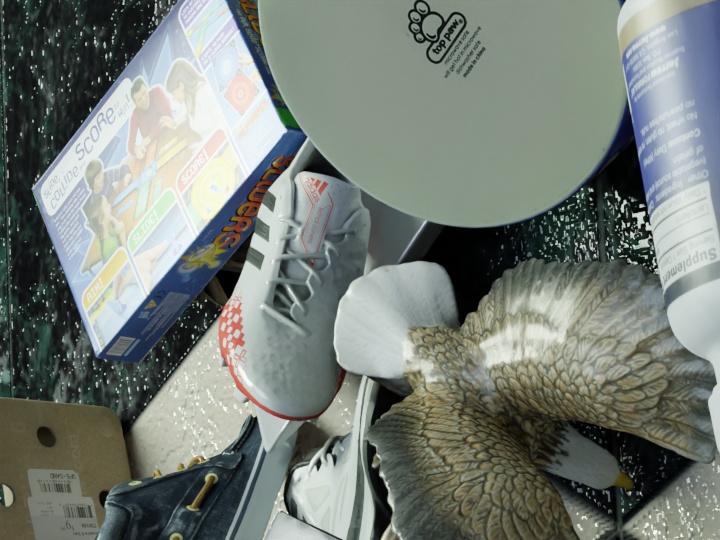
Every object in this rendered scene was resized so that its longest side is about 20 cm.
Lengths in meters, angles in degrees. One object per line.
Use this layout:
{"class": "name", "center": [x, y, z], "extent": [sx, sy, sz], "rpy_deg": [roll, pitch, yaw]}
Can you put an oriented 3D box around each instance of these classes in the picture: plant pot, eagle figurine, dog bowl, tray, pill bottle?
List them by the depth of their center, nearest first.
{"class": "pill bottle", "center": [0.179, -0.027, 0.995], "extent": [0.116, 0.115, 0.202], "rpy_deg": [-27, 67, 51]}
{"class": "eagle figurine", "center": [0.076, 0.071, 1.117], "extent": [0.200, 0.150, 0.153], "rpy_deg": [-176, 82, -78]}
{"class": "dog bowl", "center": [0.053, -0.125, 1.127], "extent": [0.199, 0.079, 0.201], "rpy_deg": [14, 121, 23]}
{"class": "tray", "center": [0.000, 0.000, 1.289], "extent": [0.201, 0.022, 0.108], "rpy_deg": [-56, 26, 21]}
{"class": "plant pot", "center": [-0.251, 0.179, 1.556], "extent": [0.177, 0.199, 0.201], "rpy_deg": [-32, 62, 37]}

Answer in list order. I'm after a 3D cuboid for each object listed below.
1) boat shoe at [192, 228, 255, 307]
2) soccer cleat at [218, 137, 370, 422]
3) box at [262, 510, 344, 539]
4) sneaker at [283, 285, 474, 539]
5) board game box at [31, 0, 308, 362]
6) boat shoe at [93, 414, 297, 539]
{"class": "boat shoe", "center": [-0.088, -0.012, 1.418], "extent": [0.199, 0.074, 0.074], "rpy_deg": [-11, 78, 56]}
{"class": "soccer cleat", "center": [-0.029, -0.002, 1.222], "extent": [0.201, 0.068, 0.086], "rpy_deg": [-82, 13, -54]}
{"class": "box", "center": [0.058, 0.187, 1.118], "extent": [0.200, 0.161, 0.049], "rpy_deg": [17, 79, 56]}
{"class": "sneaker", "center": [0.000, 0.092, 1.282], "extent": [0.115, 0.075, 0.202], "rpy_deg": [24, 110, 51]}
{"class": "board game box", "center": [-0.109, -0.061, 1.371], "extent": [0.200, 0.034, 0.136], "rpy_deg": [-47, 52, 31]}
{"class": "boat shoe", "center": [-0.095, 0.132, 1.326], "extent": [0.201, 0.090, 0.071], "rpy_deg": [-72, 2, -58]}
